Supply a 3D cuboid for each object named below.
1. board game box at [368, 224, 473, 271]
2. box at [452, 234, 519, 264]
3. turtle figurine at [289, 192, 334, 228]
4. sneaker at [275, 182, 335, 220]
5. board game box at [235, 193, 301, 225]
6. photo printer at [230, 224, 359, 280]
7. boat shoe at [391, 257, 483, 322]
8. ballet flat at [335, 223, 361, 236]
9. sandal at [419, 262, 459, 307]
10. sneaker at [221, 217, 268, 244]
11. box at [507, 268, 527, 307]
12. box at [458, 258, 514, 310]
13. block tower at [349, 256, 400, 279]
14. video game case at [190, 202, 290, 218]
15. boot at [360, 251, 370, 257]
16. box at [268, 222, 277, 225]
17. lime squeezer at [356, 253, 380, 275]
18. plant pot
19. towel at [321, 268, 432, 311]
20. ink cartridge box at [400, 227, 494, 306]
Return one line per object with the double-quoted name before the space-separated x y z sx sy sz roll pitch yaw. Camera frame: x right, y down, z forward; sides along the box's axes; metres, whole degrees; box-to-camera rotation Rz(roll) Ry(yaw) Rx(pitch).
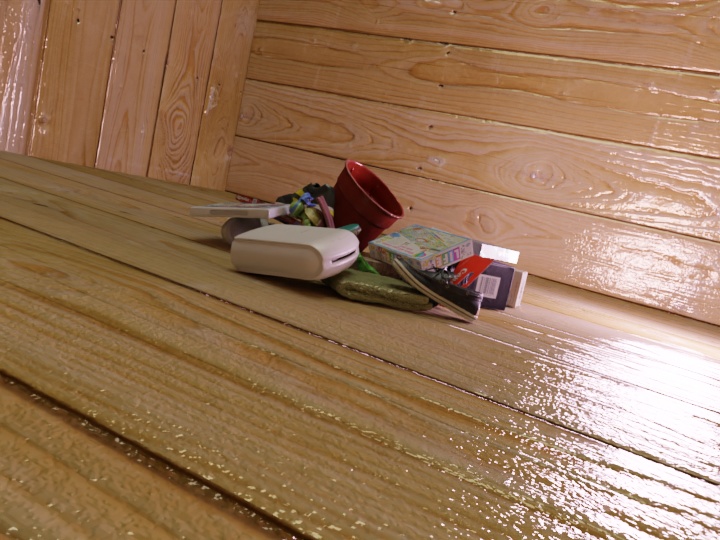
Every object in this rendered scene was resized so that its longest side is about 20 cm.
"board game box" 0.121 -0.046 1.191 0.131 0.035 0.198 -21 22 -24
"box" 0.287 -0.056 1.418 0.142 0.038 0.196 20 10 41
"turtle figurine" -0.106 -0.049 1.298 0.191 0.204 0.144 32 -20 -11
"sneaker" -0.130 -0.172 1.408 0.196 0.087 0.074 11 -10 38
"board game box" -0.222 -0.147 1.490 0.101 0.020 0.198 23 -2 43
"photo printer" -0.106 -0.035 1.013 0.194 0.072 0.166 6 15 24
"boat shoe" 0.144 0.024 1.052 0.196 0.063 0.075 30 4 -12
"ballet flat" -0.087 -0.046 1.199 0.194 0.078 0.067 -12 15 -24
"sandal" 0.153 -0.001 1.160 0.073 0.049 0.202 3 38 25
"sneaker" -0.286 -0.087 1.341 0.080 0.076 0.200 -16 3 17
"box" 0.330 0.024 1.507 0.194 0.098 0.077 15 8 25
"box" 0.247 0.013 1.375 0.144 0.108 0.199 9 9 -28
"block tower" 0.000 0.000 1.198 0.195 0.056 0.057 9 9 -35
"video game case" -0.258 -0.136 1.283 0.175 0.024 0.200 3 9 9
"boot" 0.092 -0.014 1.430 0.150 0.076 0.199 15 19 23
"box" -0.168 -0.086 1.570 0.156 0.048 0.197 7 10 -46
"lime squeezer" -0.012 -0.002 1.126 0.194 0.073 0.038 11 12 -27
"plant pot" -0.022 -0.136 1.450 0.199 0.196 0.203 36 22 -18
"towel" 0.025 0.034 1.056 0.194 0.038 0.148 12 8 -24
"ink cartridge box" 0.168 -0.012 1.244 0.198 0.159 0.048 24 -30 57
